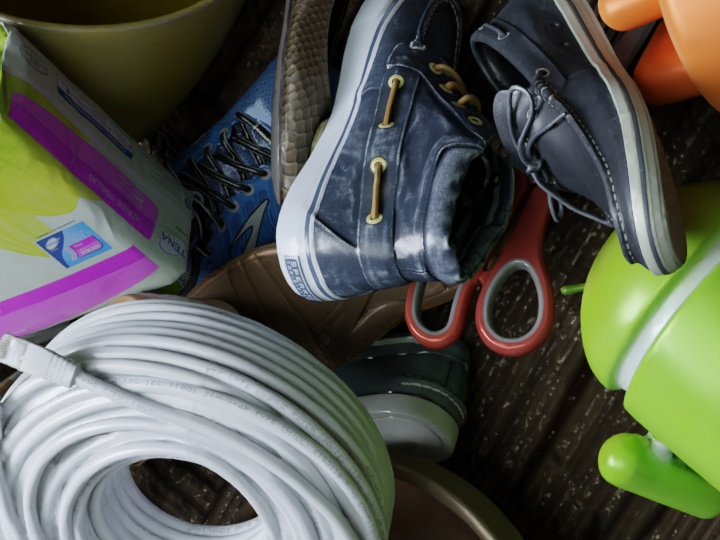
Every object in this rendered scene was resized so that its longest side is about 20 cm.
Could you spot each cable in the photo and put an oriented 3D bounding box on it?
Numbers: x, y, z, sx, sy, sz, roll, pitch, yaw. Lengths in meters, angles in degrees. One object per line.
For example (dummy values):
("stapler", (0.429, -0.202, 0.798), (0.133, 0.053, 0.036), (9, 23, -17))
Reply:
("cable", (-0.082, 0.109, 0.925), (0.198, 0.069, 0.201), (12, 127, 6))

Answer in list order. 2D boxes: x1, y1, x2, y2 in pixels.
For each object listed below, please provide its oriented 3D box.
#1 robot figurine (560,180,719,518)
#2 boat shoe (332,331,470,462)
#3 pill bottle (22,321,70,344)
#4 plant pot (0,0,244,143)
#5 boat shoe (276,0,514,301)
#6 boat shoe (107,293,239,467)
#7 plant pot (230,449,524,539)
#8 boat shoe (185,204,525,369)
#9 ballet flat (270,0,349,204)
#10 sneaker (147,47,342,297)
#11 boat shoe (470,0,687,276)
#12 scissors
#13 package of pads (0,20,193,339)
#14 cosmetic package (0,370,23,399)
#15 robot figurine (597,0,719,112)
("robot figurine", (0.182, 0.041, 0.875), (0.200, 0.115, 0.176), (42, 110, 19))
("boat shoe", (-0.025, 0.065, 1.052), (0.199, 0.073, 0.062), (-3, 54, 38))
("pill bottle", (-0.241, -0.046, 1.124), (0.109, 0.109, 0.202), (-23, 86, 32))
("plant pot", (-0.155, -0.138, 1.026), (0.200, 0.200, 0.143), (37, 140, 21))
("boat shoe", (0.035, -0.066, 0.924), (0.090, 0.201, 0.071), (-2, 139, 27))
("boat shoe", (-0.120, 0.070, 1.025), (0.200, 0.069, 0.074), (-40, 62, 53))
("plant pot", (0.027, 0.185, 1.009), (0.199, 0.092, 0.203), (6, 102, 31))
("boat shoe", (0.000, 0.000, 1.007), (0.199, 0.072, 0.073), (-26, 95, 25))
("ballet flat", (-0.016, -0.124, 0.967), (0.046, 0.068, 0.202), (8, 64, -4))
("sneaker", (-0.070, -0.036, 1.033), (0.079, 0.089, 0.201), (44, 115, 17))
("boat shoe", (0.094, -0.060, 0.856), (0.062, 0.201, 0.075), (-22, 128, 3))
("scissors", (0.082, -0.052, 0.927), (0.073, 0.014, 0.202), (17, 80, 23))
("package of pads", (-0.206, -0.029, 0.966), (0.199, 0.154, 0.069), (-20, 49, 26))
("cosmetic package", (-0.222, 0.144, 1.081), (0.071, 0.200, 0.105), (-34, 97, 31))
("robot figurine", (0.202, -0.134, 0.834), (0.199, 0.116, 0.145), (-16, 74, 31))
